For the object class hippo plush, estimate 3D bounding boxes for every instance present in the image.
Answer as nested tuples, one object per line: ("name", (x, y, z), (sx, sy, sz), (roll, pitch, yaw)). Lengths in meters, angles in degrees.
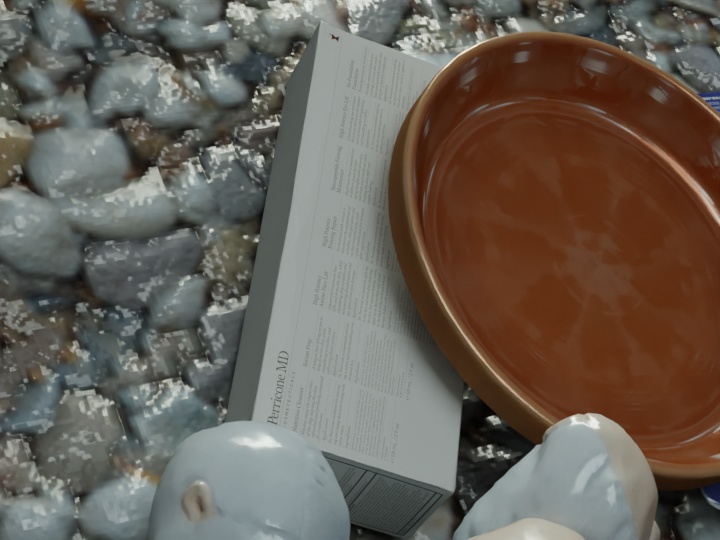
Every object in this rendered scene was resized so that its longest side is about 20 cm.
("hippo plush", (0.002, 0.126, 0.607), (0.160, 0.201, 0.159), (16, 17, 16))

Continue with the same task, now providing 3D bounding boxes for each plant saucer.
("plant saucer", (0.099, -0.005, 0.732), (0.199, 0.032, 0.202), (15, 54, -22))

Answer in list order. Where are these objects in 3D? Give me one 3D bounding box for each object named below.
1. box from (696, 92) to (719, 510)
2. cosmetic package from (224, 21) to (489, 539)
("box", (0.156, 0.012, 0.797), (0.120, 0.032, 0.201), (-5, 60, -25))
("cosmetic package", (0.000, 0.000, 0.727), (0.082, 0.051, 0.201), (20, 53, -15))
